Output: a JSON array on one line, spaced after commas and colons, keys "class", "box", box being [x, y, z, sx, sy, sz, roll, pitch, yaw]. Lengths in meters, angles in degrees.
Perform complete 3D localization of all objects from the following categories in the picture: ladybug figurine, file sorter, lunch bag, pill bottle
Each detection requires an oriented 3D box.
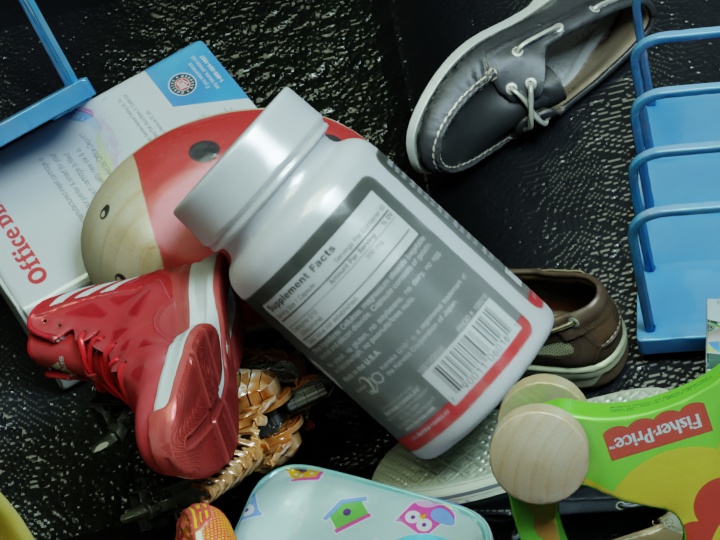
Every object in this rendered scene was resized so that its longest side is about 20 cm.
[{"class": "ladybug figurine", "box": [-0.069, -0.033, 1.396, 0.199, 0.072, 0.136, -18, 83, -9]}, {"class": "file sorter", "box": [0.229, -0.069, 1.386, 0.138, 0.123, 0.200, -4, 50, 13]}, {"class": "lunch bag", "box": [-0.011, 0.212, 1.254, 0.160, 0.077, 0.200, 13, 57, 18]}, {"class": "file sorter", "box": [-0.265, -0.132, 1.515, 0.139, 0.123, 0.200, -30, 8, -6]}, {"class": "pill bottle", "box": [0.000, 0.000, 1.295, 0.200, 0.114, 0.114, 42, 65, -5]}]

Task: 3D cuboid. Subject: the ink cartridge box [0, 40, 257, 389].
[{"class": "ink cartridge box", "box": [-0.148, -0.037, 1.498, 0.200, 0.085, 0.145, -29, 48, -11]}]

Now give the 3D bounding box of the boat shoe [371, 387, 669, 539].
[{"class": "boat shoe", "box": [0.099, 0.115, 1.316, 0.200, 0.062, 0.075, -12, 33, 26]}]

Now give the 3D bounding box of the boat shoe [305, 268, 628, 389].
[{"class": "boat shoe", "box": [0.057, 0.024, 1.394, 0.202, 0.075, 0.075, -2, 50, 14]}]

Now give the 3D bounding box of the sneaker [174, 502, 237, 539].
[{"class": "sneaker", "box": [-0.042, 0.203, 1.187, 0.077, 0.073, 0.200, -13, 55, -26]}]

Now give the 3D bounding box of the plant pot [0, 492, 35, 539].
[{"class": "plant pot", "box": [-0.286, 0.220, 1.261, 0.188, 0.201, 0.201, -20, 46, 20]}]

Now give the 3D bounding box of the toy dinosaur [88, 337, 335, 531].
[{"class": "toy dinosaur", "box": [-0.080, 0.085, 1.339, 0.135, 0.200, 0.102, -18, 83, 9]}]

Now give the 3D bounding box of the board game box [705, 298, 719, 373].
[{"class": "board game box", "box": [0.258, 0.079, 1.237, 0.147, 0.064, 0.200, -1, 23, 9]}]

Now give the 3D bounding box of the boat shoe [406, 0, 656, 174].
[{"class": "boat shoe", "box": [0.113, -0.125, 1.510, 0.060, 0.074, 0.200, 28, 54, 38]}]

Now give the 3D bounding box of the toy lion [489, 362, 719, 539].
[{"class": "toy lion", "box": [0.181, 0.126, 1.124, 0.199, 0.192, 0.069, -17, 12, 11]}]

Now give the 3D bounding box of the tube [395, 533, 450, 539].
[{"class": "tube", "box": [0.023, 0.215, 1.133, 0.050, 0.077, 0.200, -45, 21, 33]}]

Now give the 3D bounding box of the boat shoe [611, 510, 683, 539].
[{"class": "boat shoe", "box": [0.197, 0.152, 1.256, 0.199, 0.074, 0.066, -8, 45, -4]}]

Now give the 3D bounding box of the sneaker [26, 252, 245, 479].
[{"class": "sneaker", "box": [-0.129, 0.062, 1.274, 0.115, 0.079, 0.200, -11, 20, 9]}]
